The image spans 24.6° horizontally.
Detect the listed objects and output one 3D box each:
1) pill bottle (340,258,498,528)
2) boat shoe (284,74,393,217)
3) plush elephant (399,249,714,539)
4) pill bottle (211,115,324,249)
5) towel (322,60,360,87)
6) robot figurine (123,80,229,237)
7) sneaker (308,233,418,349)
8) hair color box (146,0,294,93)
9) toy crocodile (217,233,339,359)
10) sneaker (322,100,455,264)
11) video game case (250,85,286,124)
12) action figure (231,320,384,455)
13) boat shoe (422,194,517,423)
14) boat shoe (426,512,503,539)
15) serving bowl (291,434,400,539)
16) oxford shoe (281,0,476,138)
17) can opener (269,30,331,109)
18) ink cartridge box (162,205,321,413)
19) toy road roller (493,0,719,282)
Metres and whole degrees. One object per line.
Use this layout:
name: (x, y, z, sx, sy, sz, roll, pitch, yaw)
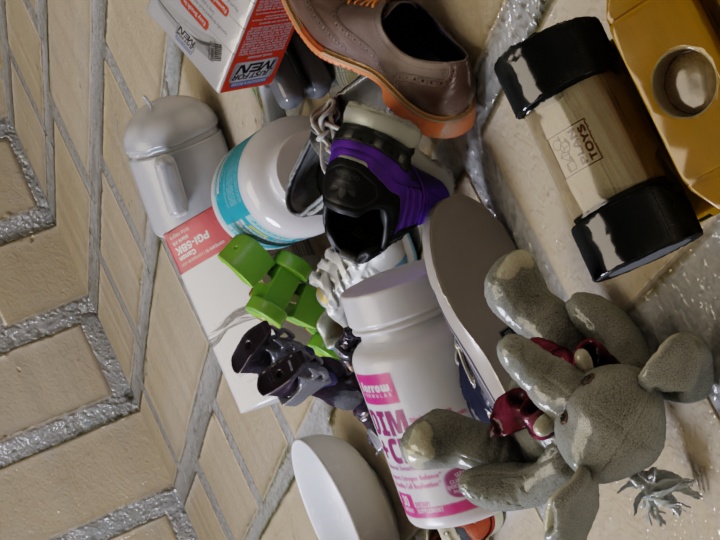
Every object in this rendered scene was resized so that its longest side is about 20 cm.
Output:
pill bottle: (0.060, 0.097, 1.340, 0.200, 0.113, 0.113, 70, 163, -8)
boat shoe: (-0.010, -0.107, 1.318, 0.074, 0.068, 0.199, 65, 148, 16)
plush elephant: (0.133, 0.087, 1.035, 0.200, 0.165, 0.155, 34, 170, 10)
pill bottle: (-0.067, -0.081, 1.517, 0.111, 0.111, 0.200, 68, 164, -2)
towel: (-0.047, -0.249, 1.397, 0.193, 0.035, 0.200, 13, 122, 67)
robot figurine: (-0.202, -0.115, 1.893, 0.170, 0.113, 0.200, -83, -25, -73)
sneaker: (0.000, 0.000, 1.465, 0.200, 0.081, 0.077, 89, 155, -48)
hair color box: (-0.089, -0.253, 1.299, 0.111, 0.064, 0.200, 49, 131, 25)
toy crocodile: (-0.051, 0.036, 1.563, 0.200, 0.068, 0.062, 34, 167, -27)
sneaker: (0.011, -0.049, 1.215, 0.070, 0.100, 0.200, 18, 172, 19)
video game case: (-0.121, -0.263, 1.546, 0.182, 0.022, 0.200, 80, 168, -47)
action figure: (-0.012, 0.099, 1.419, 0.200, 0.069, 0.130, 20, -152, -45)
boat shoe: (0.089, 0.045, 1.248, 0.200, 0.075, 0.093, 67, 158, 2)
boat shoe: (0.087, 0.255, 1.552, 0.071, 0.063, 0.200, 58, 162, 23)
serving bowl: (-0.006, 0.269, 1.854, 0.200, 0.066, 0.200, 57, 161, 32)
oxford shoe: (0.015, -0.180, 1.203, 0.200, 0.071, 0.073, 40, 146, 29)
can opener: (-0.082, -0.234, 1.372, 0.200, 0.053, 0.067, 64, 161, 10)
ink cartridge box: (-0.094, 0.031, 1.671, 0.147, 0.083, 0.200, -9, -106, -61)
toy road roller: (0.176, -0.088, 0.786, 0.200, 0.146, 0.123, -31, 79, 36)
